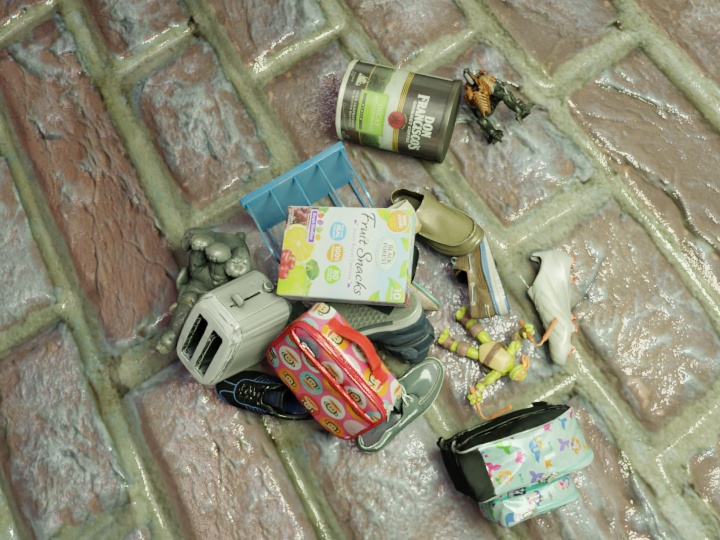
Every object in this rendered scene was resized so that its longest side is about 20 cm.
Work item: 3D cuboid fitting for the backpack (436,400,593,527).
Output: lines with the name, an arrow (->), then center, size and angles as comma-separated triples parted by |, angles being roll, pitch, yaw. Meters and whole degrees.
backpack -> 0.239, 0.279, 0.808 | 0.199, 0.178, 0.151 | -24, 77, -11

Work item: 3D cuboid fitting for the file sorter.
file sorter -> -0.082, -0.102, 0.962 | 0.199, 0.139, 0.123 | -31, 75, -2

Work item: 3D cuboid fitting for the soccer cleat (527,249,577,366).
soccer cleat -> 0.321, 0.061, 0.915 | 0.077, 0.069, 0.201 | 3, 69, 12

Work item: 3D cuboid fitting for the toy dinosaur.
toy dinosaur -> 0.225, -0.302, 0.977 | 0.136, 0.102, 0.200 | 45, 51, -12

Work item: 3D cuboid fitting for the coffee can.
coffee can -> 0.071, -0.289, 0.990 | 0.199, 0.146, 0.147 | 15, 78, 11

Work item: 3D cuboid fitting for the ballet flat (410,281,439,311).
ballet flat -> 0.049, 0.023, 0.956 | 0.067, 0.068, 0.200 | -47, 65, -3

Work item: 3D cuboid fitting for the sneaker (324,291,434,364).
sneaker -> 0.024, 0.105, 0.904 | 0.201, 0.146, 0.077 | -7, 56, 24

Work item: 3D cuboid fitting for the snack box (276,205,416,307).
snack box -> -0.021, -0.023, 0.832 | 0.198, 0.053, 0.143 | 4, 80, 14

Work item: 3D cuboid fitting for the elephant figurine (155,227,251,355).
elephant figurine -> -0.276, 0.034, 0.960 | 0.141, 0.154, 0.201 | 38, 111, 47

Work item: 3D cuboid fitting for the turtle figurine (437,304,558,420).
turtle figurine -> 0.221, 0.130, 0.904 | 0.161, 0.064, 0.201 | 37, 97, 24

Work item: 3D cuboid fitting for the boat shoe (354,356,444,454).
boat shoe -> 0.067, 0.223, 0.899 | 0.200, 0.062, 0.073 | -45, 75, -6

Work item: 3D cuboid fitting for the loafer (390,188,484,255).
loafer -> 0.120, -0.087, 0.937 | 0.199, 0.067, 0.076 | 26, 81, 39

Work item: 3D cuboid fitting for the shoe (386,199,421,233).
shoe -> 0.001, -0.061, 0.908 | 0.199, 0.054, 0.070 | -21, 30, 8

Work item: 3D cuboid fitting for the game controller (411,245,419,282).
game controller -> 0.000, 0.000, 0.909 | 0.199, 0.042, 0.105 | -7, 34, 25

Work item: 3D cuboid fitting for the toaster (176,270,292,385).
toaster -> -0.210, 0.099, 0.880 | 0.114, 0.129, 0.200 | 47, 125, 15

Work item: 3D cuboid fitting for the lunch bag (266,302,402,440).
lunch bag -> -0.034, 0.150, 0.819 | 0.200, 0.176, 0.082 | 47, 46, 0

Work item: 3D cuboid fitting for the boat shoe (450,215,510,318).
boat shoe -> 0.191, -0.009, 0.922 | 0.072, 0.072, 0.201 | -18, 50, 11

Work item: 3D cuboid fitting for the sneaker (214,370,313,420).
sneaker -> -0.159, 0.209, 0.920 | 0.198, 0.078, 0.071 | 8, 76, 8

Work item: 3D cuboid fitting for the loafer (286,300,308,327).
loafer -> -0.114, 0.088, 0.951 | 0.199, 0.068, 0.071 | 21, 89, 15
